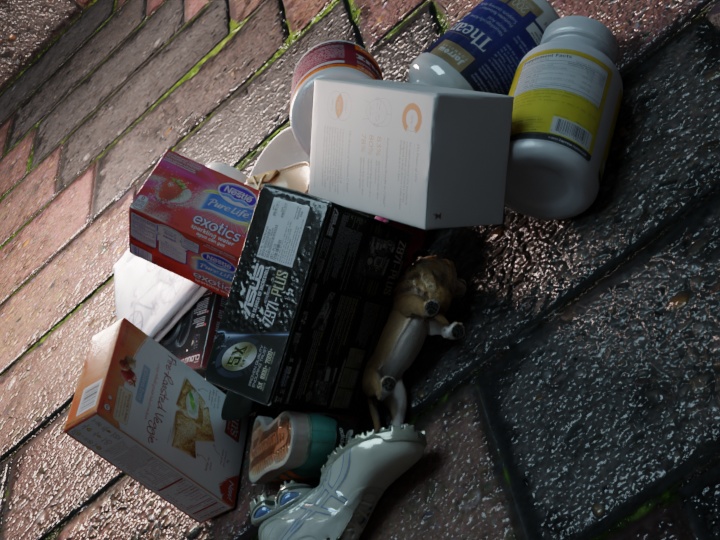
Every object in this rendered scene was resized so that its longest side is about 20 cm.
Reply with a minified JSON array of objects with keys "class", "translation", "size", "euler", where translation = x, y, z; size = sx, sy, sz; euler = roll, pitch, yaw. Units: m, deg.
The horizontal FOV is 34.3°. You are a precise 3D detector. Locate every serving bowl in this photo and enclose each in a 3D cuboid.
[{"class":"serving bowl","translation":[-0.073,-0.079,1.467],"size":[0.200,0.066,0.201],"euler":[-26,56,46]}]

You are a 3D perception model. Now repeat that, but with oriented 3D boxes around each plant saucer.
[{"class":"plant saucer","translation":[-0.093,0.080,1.281],"size":[0.201,0.027,0.200],"euler":[-62,-6,-11]}]

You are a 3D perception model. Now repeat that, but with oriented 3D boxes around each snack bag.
[{"class":"snack bag","translation":[-0.253,0.004,1.465],"size":[0.189,0.021,0.200],"euler":[-46,38,25]}]

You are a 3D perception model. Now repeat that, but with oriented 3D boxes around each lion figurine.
[{"class":"lion figurine","translation":[0.042,0.076,1.159],"size":[0.200,0.072,0.122],"euler":[-56,20,-3]}]

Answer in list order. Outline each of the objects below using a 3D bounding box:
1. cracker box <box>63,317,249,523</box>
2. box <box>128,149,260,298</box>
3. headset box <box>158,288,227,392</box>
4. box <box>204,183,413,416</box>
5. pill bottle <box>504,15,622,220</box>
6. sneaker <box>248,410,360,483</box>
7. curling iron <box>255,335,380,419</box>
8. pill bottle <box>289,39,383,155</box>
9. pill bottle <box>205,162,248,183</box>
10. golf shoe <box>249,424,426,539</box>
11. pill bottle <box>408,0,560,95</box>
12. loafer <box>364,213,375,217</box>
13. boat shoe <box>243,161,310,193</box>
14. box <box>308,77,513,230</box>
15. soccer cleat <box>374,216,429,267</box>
[{"class":"cracker box","translation":[-0.213,0.163,1.261],"size":[0.058,0.200,0.134],"euler":[-29,35,28]},{"class":"box","translation":[-0.155,-0.039,1.327],"size":[0.100,0.200,0.096],"euler":[107,-171,-58]},{"class":"headset box","translation":[-0.189,0.068,1.424],"size":[0.149,0.077,0.201],"euler":[-21,54,47]},{"class":"box","translation":[-0.047,0.033,1.155],"size":[0.086,0.164,0.201],"euler":[17,91,33]},{"class":"pill bottle","translation":[0.201,-0.158,1.175],"size":[0.112,0.112,0.200],"euler":[-16,43,43]},{"class":"sneaker","translation":[-0.060,0.182,1.177],"size":[0.200,0.080,0.072],"euler":[151,126,-68]},{"class":"curling iron","translation":[-0.038,0.120,1.255],"size":[0.200,0.026,0.050],"euler":[-34,26,26]},{"class":"pill bottle","translation":[-0.026,-0.206,1.374],"size":[0.113,0.113,0.200],"euler":[-40,20,14]},{"class":"pill bottle","translation":[-0.220,-0.045,1.599],"size":[0.113,0.113,0.200],"euler":[-8,49,49]},{"class":"golf shoe","translation":[-0.010,0.220,1.080],"size":[0.200,0.078,0.097],"euler":[-38,51,24]},{"class":"pill bottle","translation":[0.124,-0.214,1.279],"size":[0.200,0.111,0.111],"euler":[-42,28,-12]},{"class":"loafer","translation":[0.060,-0.122,1.354],"size":[0.200,0.076,0.067],"euler":[-40,31,11]},{"class":"boat shoe","translation":[-0.117,-0.082,1.411],"size":[0.200,0.069,0.074],"euler":[-28,55,44]},{"class":"box","translation":[0.044,-0.119,1.145],"size":[0.200,0.097,0.125],"euler":[20,110,53]},{"class":"soccer cleat","translation":[0.000,0.000,1.300],"size":[0.086,0.070,0.200],"euler":[8,62,57]}]
